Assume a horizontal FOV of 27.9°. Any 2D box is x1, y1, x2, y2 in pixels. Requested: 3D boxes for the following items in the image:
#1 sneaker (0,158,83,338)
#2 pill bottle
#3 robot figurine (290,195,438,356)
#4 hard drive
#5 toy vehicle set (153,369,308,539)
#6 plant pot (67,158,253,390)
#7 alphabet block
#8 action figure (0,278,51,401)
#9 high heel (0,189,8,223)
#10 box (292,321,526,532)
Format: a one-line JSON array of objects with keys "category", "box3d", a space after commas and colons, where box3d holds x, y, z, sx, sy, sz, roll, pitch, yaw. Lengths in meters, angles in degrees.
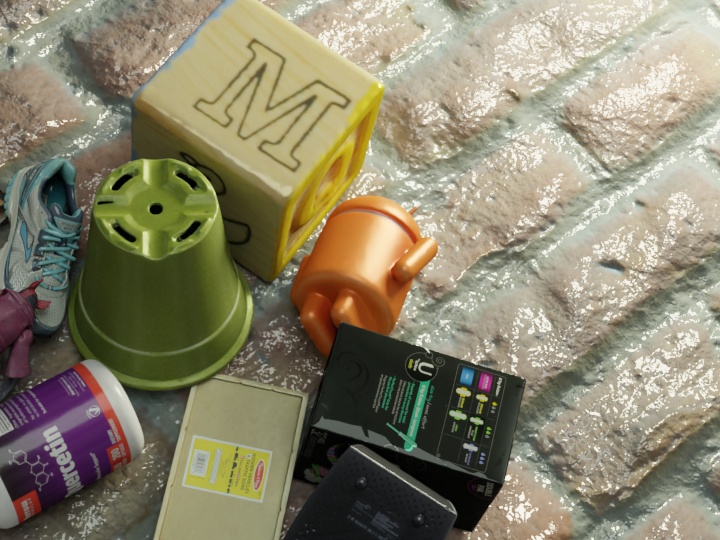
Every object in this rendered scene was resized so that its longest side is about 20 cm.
[{"category": "sneaker", "box3d": [-0.333, -0.029, 1.525, 0.077, 0.086, 0.201, 16, 59, -44]}, {"category": "pill bottle", "box3d": [-0.321, 0.178, 1.424, 0.199, 0.113, 0.113, -29, 71, -21]}, {"category": "robot figurine", "box3d": [0.002, 0.000, 1.559, 0.116, 0.144, 0.201, 29, 49, -7]}, {"category": "hard drive", "box3d": [-0.004, 0.272, 1.403, 0.135, 0.201, 0.042, 32, 20, 3]}, {"category": "toy vehicle set", "box3d": [-0.133, 0.208, 1.490, 0.124, 0.027, 0.201, 13, 62, -3]}, {"category": "plant pot", "box3d": [-0.208, -0.011, 1.481, 0.199, 0.190, 0.201, 2, 55, -3]}, {"category": "alphabet block", "box3d": [-0.116, -0.146, 1.581, 0.200, 0.196, 0.197, 34, 65, 9]}, {"category": "action figure", "box3d": [-0.383, 0.062, 1.418, 0.134, 0.149, 0.200, 49, 59, -1]}, {"category": "high heel", "box3d": [-0.427, -0.006, 1.523, 0.142, 0.072, 0.201, -7, 60, -12]}, {"category": "box", "box3d": [0.049, 0.162, 1.476, 0.199, 0.149, 0.125, 17, 60, -1]}]
